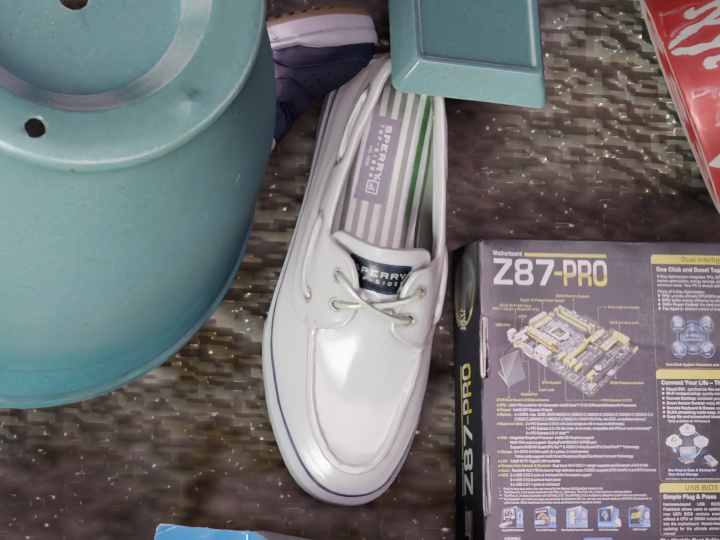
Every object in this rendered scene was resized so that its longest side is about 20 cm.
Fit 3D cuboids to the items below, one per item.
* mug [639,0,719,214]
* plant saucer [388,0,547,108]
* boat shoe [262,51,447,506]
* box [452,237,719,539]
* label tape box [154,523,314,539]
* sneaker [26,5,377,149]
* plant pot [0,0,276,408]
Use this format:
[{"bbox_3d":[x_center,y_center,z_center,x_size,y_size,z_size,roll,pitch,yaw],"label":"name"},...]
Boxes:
[{"bbox_3d":[0.239,-0.089,1.186,0.200,0.133,0.178,-20,69,5],"label":"mug"},{"bbox_3d":[0.045,-0.163,1.198,0.070,0.019,0.200,5,61,-14],"label":"plant saucer"},{"bbox_3d":[0.000,0.000,1.172,0.073,0.067,0.200,4,81,-14],"label":"boat shoe"},{"bbox_3d":[0.142,0.068,1.209,0.200,0.049,0.161,0,85,-14],"label":"box"},{"bbox_3d":[0.003,0.191,1.124,0.200,0.066,0.143,10,100,-15],"label":"label tape box"},{"bbox_3d":[-0.072,-0.034,1.155,0.200,0.070,0.109,-21,83,-10],"label":"sneaker"},{"bbox_3d":[-0.119,-0.070,1.008,0.200,0.188,0.200,4,71,-12],"label":"plant pot"}]
